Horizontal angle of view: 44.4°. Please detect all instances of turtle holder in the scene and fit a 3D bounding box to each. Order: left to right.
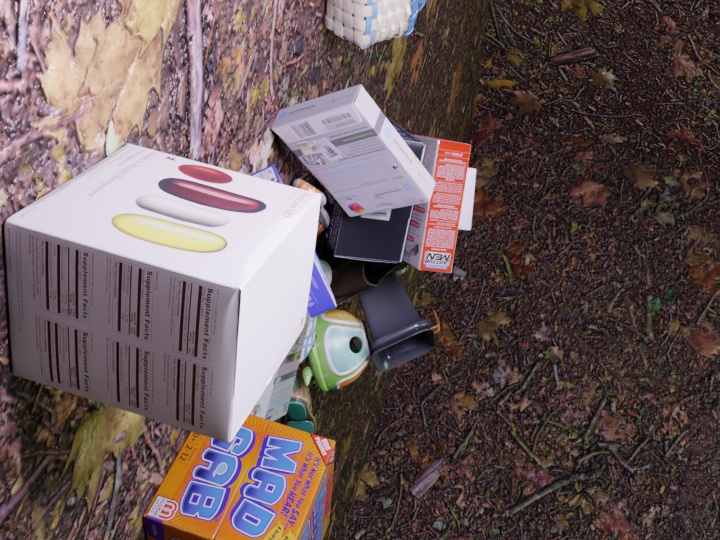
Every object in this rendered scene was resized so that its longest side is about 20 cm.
[{"bbox_3d":[-0.051,0.128,1.667,0.141,0.129,0.189,67,10,-64],"label":"turtle holder"}]

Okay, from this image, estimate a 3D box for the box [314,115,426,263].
[{"bbox_3d":[0.005,-0.144,1.461,0.197,0.122,0.204,-124,-138,-65],"label":"box"}]

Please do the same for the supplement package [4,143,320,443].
[{"bbox_3d":[-0.161,0.009,0.758,0.192,0.196,0.149,-59,161,-59],"label":"supplement package"}]

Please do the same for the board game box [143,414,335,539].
[{"bbox_3d":[-0.161,0.347,1.229,0.201,0.196,0.202,-64,164,-47],"label":"board game box"}]

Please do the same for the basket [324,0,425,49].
[{"bbox_3d":[0.039,-0.445,1.334,0.199,0.139,0.178,-32,146,-29],"label":"basket"}]

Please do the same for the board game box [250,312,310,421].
[{"bbox_3d":[-0.141,0.138,1.432,0.147,0.063,0.204,8,97,-81],"label":"board game box"}]

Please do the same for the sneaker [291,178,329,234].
[{"bbox_3d":[-0.106,-0.064,1.357,0.113,0.077,0.200,-58,173,-9],"label":"sneaker"}]

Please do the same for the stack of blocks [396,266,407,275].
[{"bbox_3d":[0.024,-0.019,1.763,0.199,0.059,0.116,-26,-159,44],"label":"stack of blocks"}]

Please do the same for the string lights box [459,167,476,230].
[{"bbox_3d":[0.148,-0.127,1.549,0.200,0.058,0.105,-141,-124,-82],"label":"string lights box"}]

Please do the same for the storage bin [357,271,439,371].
[{"bbox_3d":[0.067,0.088,1.658,0.200,0.143,0.136,66,1,-73],"label":"storage bin"}]

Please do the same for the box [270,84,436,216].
[{"bbox_3d":[-0.008,-0.162,1.246,0.200,0.154,0.042,47,51,-35],"label":"box"}]

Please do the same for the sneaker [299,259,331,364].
[{"bbox_3d":[-0.107,0.074,1.552,0.072,0.071,0.203,-3,115,-48],"label":"sneaker"}]

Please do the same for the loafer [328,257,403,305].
[{"bbox_3d":[0.000,0.000,1.550,0.199,0.073,0.072,-38,-157,19],"label":"loafer"}]

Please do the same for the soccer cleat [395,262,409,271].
[{"bbox_3d":[0.097,-0.061,1.670,0.199,0.073,0.068,-30,163,-44],"label":"soccer cleat"}]

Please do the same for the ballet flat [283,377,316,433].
[{"bbox_3d":[-0.119,0.274,1.745,0.201,0.069,0.066,96,-1,-56],"label":"ballet flat"}]

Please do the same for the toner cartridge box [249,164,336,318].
[{"bbox_3d":[-0.093,-0.037,1.213,0.096,0.043,0.202,-112,179,-47],"label":"toner cartridge box"}]

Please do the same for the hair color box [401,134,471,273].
[{"bbox_3d":[0.114,-0.108,1.407,0.111,0.063,0.204,-145,-117,-68],"label":"hair color box"}]
